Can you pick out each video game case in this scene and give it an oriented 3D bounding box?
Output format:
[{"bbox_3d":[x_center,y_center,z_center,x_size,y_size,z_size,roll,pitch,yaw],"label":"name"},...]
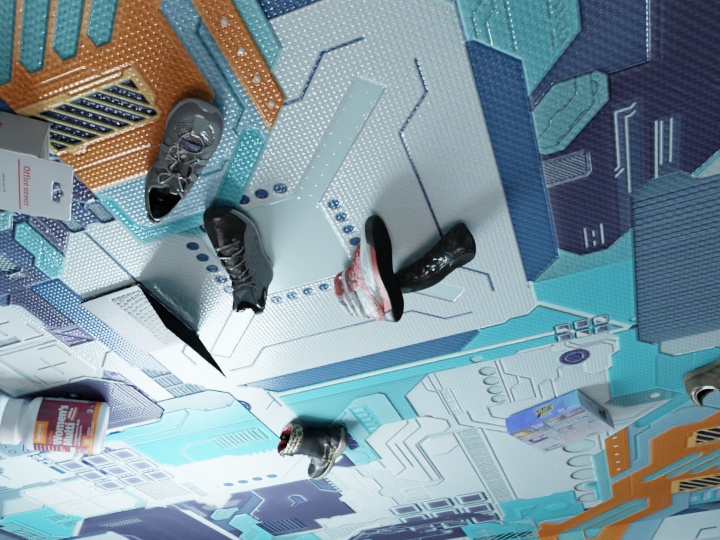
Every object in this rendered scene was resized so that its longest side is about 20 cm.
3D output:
[{"bbox_3d":[0.480,0.368,1.614,0.199,0.046,0.181,-30,136,29],"label":"video game case"}]

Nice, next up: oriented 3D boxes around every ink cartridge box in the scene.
[{"bbox_3d":[-0.470,-0.143,0.865,0.198,0.068,0.115,12,140,-18],"label":"ink cartridge box"}]

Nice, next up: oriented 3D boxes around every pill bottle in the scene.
[{"bbox_3d":[-0.643,0.326,1.414,0.197,0.111,0.110,8,141,-15],"label":"pill bottle"}]

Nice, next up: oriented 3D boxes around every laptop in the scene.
[{"bbox_3d":[-0.361,0.122,1.173,0.198,0.117,0.188,-16,140,16],"label":"laptop"}]

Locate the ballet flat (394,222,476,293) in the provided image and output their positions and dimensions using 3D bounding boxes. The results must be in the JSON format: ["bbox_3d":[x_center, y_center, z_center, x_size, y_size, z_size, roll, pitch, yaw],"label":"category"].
[{"bbox_3d":[0.115,-0.011,1.110,0.066,0.057,0.199,11,148,-41],"label":"ballet flat"}]

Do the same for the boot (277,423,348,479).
[{"bbox_3d":[-0.130,0.438,1.629,0.149,0.074,0.201,13,135,-22],"label":"boot"}]

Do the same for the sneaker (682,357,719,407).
[{"bbox_3d":[0.792,0.226,1.434,0.070,0.076,0.200,17,138,-25],"label":"sneaker"}]

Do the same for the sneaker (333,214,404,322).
[{"bbox_3d":[0.000,0.001,1.087,0.107,0.068,0.203,4,131,25],"label":"sneaker"}]

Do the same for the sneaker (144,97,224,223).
[{"bbox_3d":[-0.233,-0.137,0.880,0.074,0.083,0.200,16,138,-23],"label":"sneaker"}]

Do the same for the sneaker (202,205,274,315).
[{"bbox_3d":[-0.183,-0.001,1.031,0.074,0.117,0.201,-13,142,12],"label":"sneaker"}]
